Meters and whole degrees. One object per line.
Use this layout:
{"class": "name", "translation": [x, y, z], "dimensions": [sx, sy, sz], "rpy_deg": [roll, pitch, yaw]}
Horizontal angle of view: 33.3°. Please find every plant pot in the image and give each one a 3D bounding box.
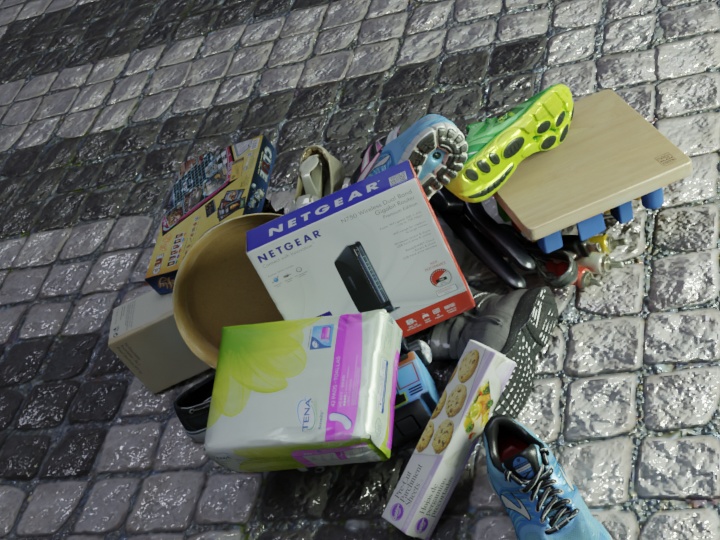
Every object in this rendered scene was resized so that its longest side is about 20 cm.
{"class": "plant pot", "translation": [-0.115, 0.027, 1.372], "dimensions": [0.199, 0.201, 0.027], "rpy_deg": [-29, 22, -1]}

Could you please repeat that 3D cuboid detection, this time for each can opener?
{"class": "can opener", "translation": [0.136, -0.046, 1.413], "dimensions": [0.078, 0.064, 0.200], "rpy_deg": [-13, 49, -32]}

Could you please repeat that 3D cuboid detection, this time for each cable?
{"class": "cable", "translation": [0.211, -0.011, 1.401], "dimensions": [0.200, 0.050, 0.097], "rpy_deg": [3, 45, 48]}

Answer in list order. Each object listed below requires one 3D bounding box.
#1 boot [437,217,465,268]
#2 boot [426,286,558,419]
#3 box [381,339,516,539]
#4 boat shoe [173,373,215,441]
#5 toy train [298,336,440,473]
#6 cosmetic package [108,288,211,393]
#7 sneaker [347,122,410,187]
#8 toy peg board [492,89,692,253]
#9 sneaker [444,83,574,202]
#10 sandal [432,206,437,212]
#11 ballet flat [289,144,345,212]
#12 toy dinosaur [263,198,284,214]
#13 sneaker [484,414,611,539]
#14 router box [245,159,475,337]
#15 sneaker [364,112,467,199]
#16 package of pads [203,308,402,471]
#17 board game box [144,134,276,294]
{"class": "boot", "translation": [0.036, -0.018, 1.491], "dimensions": [0.199, 0.074, 0.096], "rpy_deg": [1, 40, 20]}
{"class": "boot", "translation": [0.126, 0.096, 1.313], "dimensions": [0.131, 0.070, 0.200], "rpy_deg": [-3, 37, 39]}
{"class": "box", "translation": [0.088, 0.168, 1.193], "dimensions": [0.041, 0.039, 0.201], "rpy_deg": [28, 91, 47]}
{"class": "boat shoe", "translation": [-0.131, 0.126, 1.429], "dimensions": [0.200, 0.057, 0.069], "rpy_deg": [-37, 39, -11]}
{"class": "toy train", "translation": [-0.007, 0.147, 1.309], "dimensions": [0.199, 0.087, 0.115], "rpy_deg": [-26, 46, 6]}
{"class": "cosmetic package", "translation": [-0.200, 0.063, 1.489], "dimensions": [0.199, 0.104, 0.073], "rpy_deg": [-25, 36, 17]}
{"class": "sneaker", "translation": [0.023, -0.086, 1.471], "dimensions": [0.086, 0.080, 0.201], "rpy_deg": [-19, 37, 35]}
{"class": "toy peg board", "translation": [0.252, -0.096, 1.395], "dimensions": [0.199, 0.098, 0.199], "rpy_deg": [-23, 37, -5]}
{"class": "sneaker", "translation": [0.164, -0.157, 1.368], "dimensions": [0.200, 0.074, 0.083], "rpy_deg": [-36, 44, -22]}
{"class": "sandal", "translation": [0.035, -0.068, 1.546], "dimensions": [0.199, 0.080, 0.054], "rpy_deg": [-12, 62, 13]}
{"class": "ballet flat", "translation": [-0.061, -0.083, 1.493], "dimensions": [0.069, 0.070, 0.201], "rpy_deg": [-13, 41, 18]}
{"class": "toy dinosaur", "translation": [-0.140, -0.049, 1.588], "dimensions": [0.200, 0.136, 0.102], "rpy_deg": [-19, 31, 53]}
{"class": "sneaker", "translation": [0.162, 0.210, 1.115], "dimensions": [0.078, 0.090, 0.200], "rpy_deg": [-31, 38, -5]}
{"class": "router box", "translation": [0.000, 0.000, 1.318], "dimensions": [0.199, 0.180, 0.049], "rpy_deg": [-24, 30, 8]}
{"class": "sneaker", "translation": [0.041, -0.094, 1.350], "dimensions": [0.200, 0.078, 0.090], "rpy_deg": [-46, 27, 19]}
{"class": "package of pads", "translation": [-0.060, 0.130, 1.255], "dimensions": [0.199, 0.068, 0.155], "rpy_deg": [-7, 58, 24]}
{"class": "board game box", "translation": [-0.184, -0.071, 1.496], "dimensions": [0.135, 0.035, 0.201], "rpy_deg": [-14, 45, 27]}
